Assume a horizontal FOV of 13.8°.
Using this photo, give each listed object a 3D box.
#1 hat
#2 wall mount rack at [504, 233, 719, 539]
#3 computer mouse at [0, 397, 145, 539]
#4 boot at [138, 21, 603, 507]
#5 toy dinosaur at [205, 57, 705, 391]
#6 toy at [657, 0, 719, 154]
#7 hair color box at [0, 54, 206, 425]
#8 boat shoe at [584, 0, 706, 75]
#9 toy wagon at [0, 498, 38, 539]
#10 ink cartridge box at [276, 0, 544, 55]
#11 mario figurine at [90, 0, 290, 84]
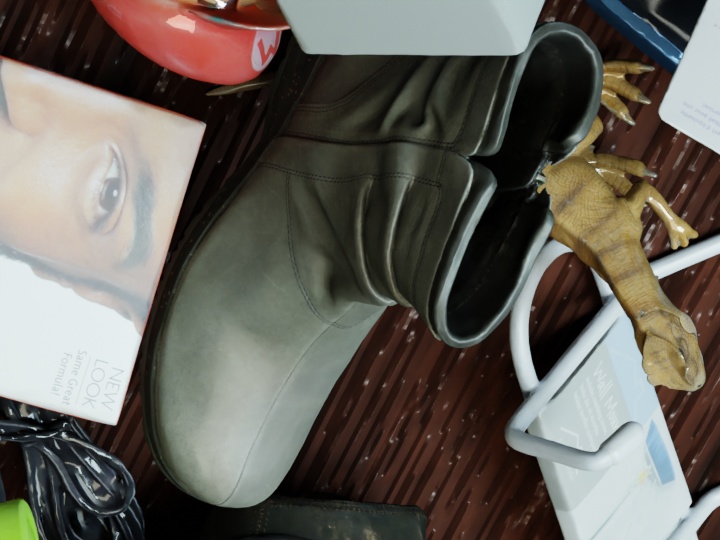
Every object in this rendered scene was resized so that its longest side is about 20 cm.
[{"bbox_3d":[-0.014,0.123,1.120,0.199,0.200,0.081,16,70,-22],"label":"hat"},{"bbox_3d":[0.134,0.059,1.142,0.174,0.074,0.201,-46,131,-33],"label":"wall mount rack"},{"bbox_3d":[-0.187,0.095,1.086,0.199,0.053,0.139,-30,124,-11],"label":"computer mouse"},{"bbox_3d":[0.000,0.000,0.971,0.067,0.131,0.201,18,98,-32],"label":"boot"},{"bbox_3d":[0.058,-0.041,1.055,0.106,0.200,0.061,-31,154,-51],"label":"toy dinosaur"},{"bbox_3d":[0.179,-0.104,1.020,0.115,0.047,0.201,28,72,-9],"label":"toy"},{"bbox_3d":[-0.164,-0.028,0.993,0.199,0.064,0.112,16,90,-24],"label":"hair color box"},{"bbox_3d":[0.164,-0.072,1.065,0.200,0.084,0.069,37,93,-28],"label":"boat shoe"},{"bbox_3d":[-0.195,0.072,0.975,0.154,0.040,0.201,-13,134,0],"label":"toy wagon"},{"bbox_3d":[0.006,-0.183,0.893,0.082,0.146,0.200,2,143,28],"label":"ink cartridge box"},{"bbox_3d":[-0.040,-0.153,0.952,0.123,0.106,0.201,-10,119,-12],"label":"mario figurine"}]
